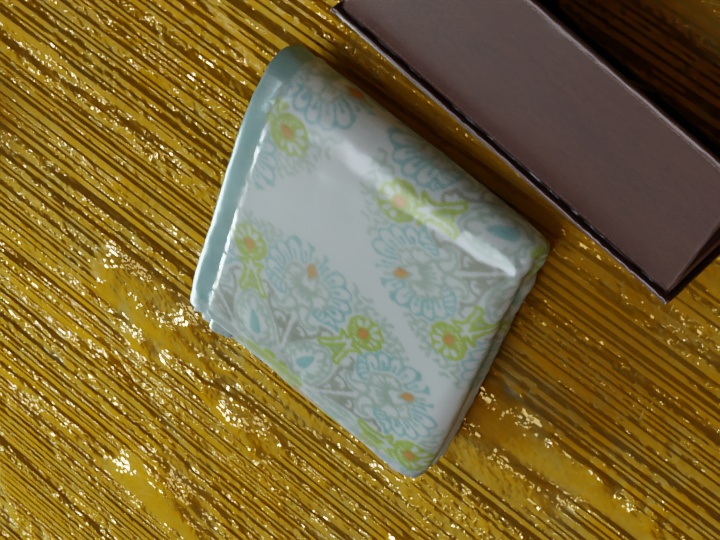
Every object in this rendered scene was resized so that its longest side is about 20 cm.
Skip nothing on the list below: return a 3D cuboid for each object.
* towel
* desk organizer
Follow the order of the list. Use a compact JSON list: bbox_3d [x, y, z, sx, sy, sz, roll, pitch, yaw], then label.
[{"bbox_3d":[0.000,0.000,1.064,0.171,0.048,0.200,37,139,14],"label":"towel"},{"bbox_3d":[0.092,-0.089,0.886,0.200,0.072,0.077,42,138,11],"label":"desk organizer"}]
